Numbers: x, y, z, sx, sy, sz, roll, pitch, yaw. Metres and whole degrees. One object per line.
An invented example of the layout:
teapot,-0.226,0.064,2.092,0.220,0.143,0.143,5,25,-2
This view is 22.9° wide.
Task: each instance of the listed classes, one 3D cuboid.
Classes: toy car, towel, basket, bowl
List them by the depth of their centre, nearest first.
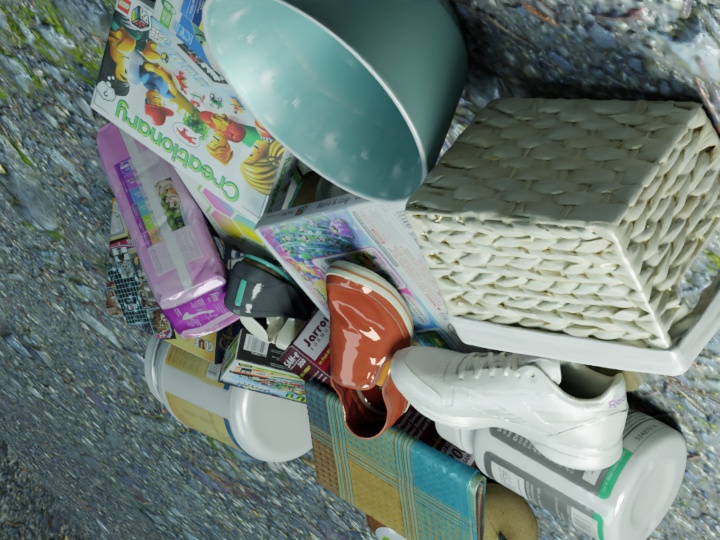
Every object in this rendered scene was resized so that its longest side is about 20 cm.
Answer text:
basket,0.143,-0.029,1.165,0.199,0.136,0.124,6,138,46
bowl,-0.002,-0.153,1.240,0.200,0.105,0.201,36,159,16
towel,0.033,0.191,1.629,0.199,0.022,0.147,28,142,30
toy car,0.107,0.255,1.714,0.200,0.157,0.165,54,169,42

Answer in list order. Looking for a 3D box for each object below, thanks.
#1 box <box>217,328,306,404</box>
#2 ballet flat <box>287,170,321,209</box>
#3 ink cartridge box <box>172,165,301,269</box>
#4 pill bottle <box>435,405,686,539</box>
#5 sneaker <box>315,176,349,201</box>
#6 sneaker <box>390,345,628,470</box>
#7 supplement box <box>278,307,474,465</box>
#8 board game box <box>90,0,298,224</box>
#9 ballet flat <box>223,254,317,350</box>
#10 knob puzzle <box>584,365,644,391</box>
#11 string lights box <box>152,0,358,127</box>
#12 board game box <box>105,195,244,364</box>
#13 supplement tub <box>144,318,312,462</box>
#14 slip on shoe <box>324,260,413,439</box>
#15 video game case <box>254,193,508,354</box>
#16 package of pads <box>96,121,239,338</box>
box,-0.037,0.110,1.800,0.199,0.035,0.110,14,162,-9
ballet flat,0.000,0.000,1.587,0.200,0.072,0.068,51,158,-24
ink cartridge box,-0.094,-0.059,1.654,0.103,0.059,0.200,19,151,42
pill bottle,0.168,0.145,1.520,0.199,0.113,0.113,28,156,32
sneaker,0.041,-0.001,1.509,0.088,0.074,0.200,12,145,55
sneaker,0.122,0.086,1.427,0.199,0.075,0.100,17,126,13
supplement box,0.036,0.098,1.654,0.200,0.109,0.061,38,159,-1
board game box,-0.136,-0.144,1.516,0.199,0.035,0.127,34,128,18
ballet flat,-0.074,0.040,1.705,0.073,0.073,0.200,30,180,27
knob puzzle,0.150,0.026,1.431,0.219,0.030,0.220,35,158,16
string lights box,-0.064,-0.171,1.377,0.200,0.059,0.103,41,160,2
board game box,-0.199,0.007,1.897,0.199,0.034,0.137,21,111,44
supplement tub,-0.133,0.118,1.956,0.199,0.145,0.145,18,149,48
slip on shoe,0.004,0.069,1.482,0.074,0.061,0.201,17,142,22
video game case,0.033,0.015,1.467,0.181,0.024,0.200,-11,128,44
package of pads,-0.185,-0.042,1.714,0.121,0.075,0.201,68,177,-68
